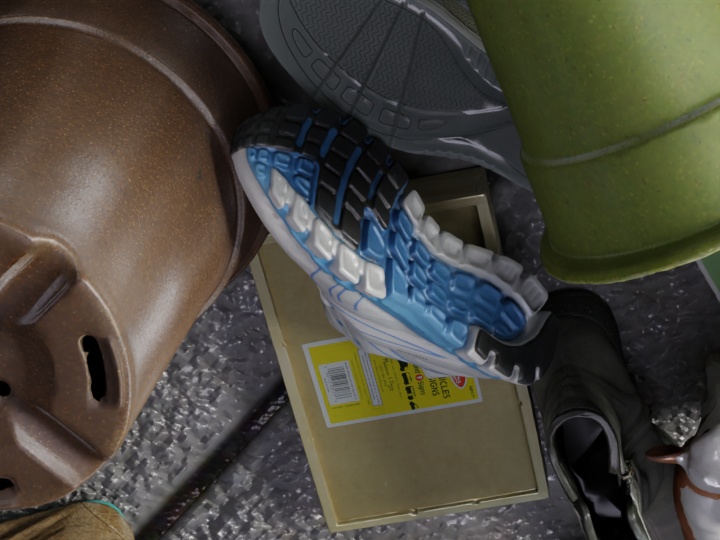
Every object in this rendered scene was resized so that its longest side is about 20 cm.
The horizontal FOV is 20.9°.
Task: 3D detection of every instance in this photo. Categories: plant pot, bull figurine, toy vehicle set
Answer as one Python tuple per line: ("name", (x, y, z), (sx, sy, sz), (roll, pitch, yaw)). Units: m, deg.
("plant pot", (-0.148, -0.010, 0.866), (0.200, 0.198, 0.200), (4, 121, 7))
("bull figurine", (0.201, 0.119, 1.002), (0.065, 0.121, 0.200), (0, 129, 26))
("toy vehicle set", (0.022, 0.047, 1.019), (0.124, 0.027, 0.200), (-9, 123, 7))
("plant pot", (0.112, -0.127, 0.766), (0.200, 0.200, 0.190), (-28, 106, 18))

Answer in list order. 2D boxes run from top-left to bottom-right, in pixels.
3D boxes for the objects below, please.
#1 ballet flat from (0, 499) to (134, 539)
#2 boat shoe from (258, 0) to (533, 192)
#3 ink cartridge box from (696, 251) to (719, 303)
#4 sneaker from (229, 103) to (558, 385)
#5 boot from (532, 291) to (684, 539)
("ballet flat", (-0.221, 0.183, 1.087), (0.200, 0.072, 0.068), (-13, 124, 10))
("boat shoe", (0.049, -0.094, 0.909), (0.202, 0.065, 0.074), (21, 124, -8))
("ink cartridge box", (0.260, -0.039, 0.948), (0.200, 0.048, 0.146), (-17, 123, 30))
("sneaker", (0.000, 0.000, 0.924), (0.087, 0.075, 0.200), (-15, 134, 43))
("boot", (0.132, 0.119, 1.004), (0.068, 0.131, 0.200), (-20, 121, 14))
